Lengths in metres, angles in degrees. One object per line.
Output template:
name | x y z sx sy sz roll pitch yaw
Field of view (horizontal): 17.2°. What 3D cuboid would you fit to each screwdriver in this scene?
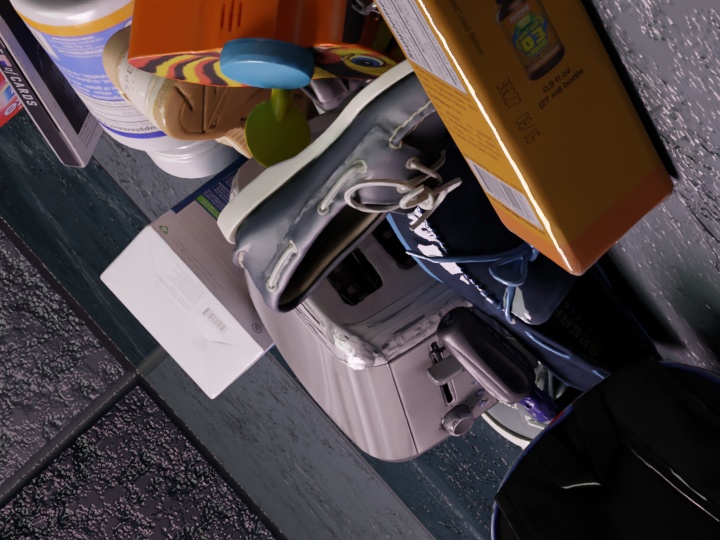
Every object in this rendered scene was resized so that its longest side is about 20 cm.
screwdriver | 0.112 0.088 1.278 0.200 0.028 0.029 44 175 -25

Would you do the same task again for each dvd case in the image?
dvd case | -0.190 -0.184 1.486 0.025 0.151 0.200 8 149 25

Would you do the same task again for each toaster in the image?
toaster | 0.000 0.000 1.334 0.200 0.113 0.129 54 168 28

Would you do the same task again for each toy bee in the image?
toy bee | -0.020 -0.112 1.187 0.108 0.132 0.200 18 -176 -41

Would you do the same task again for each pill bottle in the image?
pill bottle | -0.131 -0.144 1.463 0.112 0.112 0.200 39 170 35

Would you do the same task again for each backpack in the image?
backpack | 0.165 0.141 1.197 0.191 0.200 0.154 50 -178 4

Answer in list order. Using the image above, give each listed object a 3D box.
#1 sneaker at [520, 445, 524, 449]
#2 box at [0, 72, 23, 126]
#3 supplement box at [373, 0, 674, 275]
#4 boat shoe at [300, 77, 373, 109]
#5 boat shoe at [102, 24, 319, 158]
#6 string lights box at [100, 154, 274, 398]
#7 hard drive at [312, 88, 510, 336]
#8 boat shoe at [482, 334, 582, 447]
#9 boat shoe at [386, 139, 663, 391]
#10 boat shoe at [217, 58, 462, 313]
sneaker | 0.136 0.120 1.483 0.116 0.074 0.200 50 158 -2
box | -0.255 -0.169 1.616 0.100 0.200 0.096 45 170 10
supplement box | 0.065 -0.094 1.045 0.069 0.066 0.200 39 165 49
boat shoe | -0.056 -0.150 1.305 0.200 0.060 0.074 39 167 37
boat shoe | -0.081 -0.112 1.370 0.069 0.074 0.200 35 -171 20
string lights box | -0.064 -0.013 1.481 0.103 0.200 0.059 48 124 0
hard drive | 0.047 -0.020 1.439 0.132 0.027 0.200 39 165 38
boat shoe | 0.128 0.070 1.351 0.200 0.073 0.062 29 150 46
boat shoe | 0.095 -0.006 1.237 0.200 0.084 0.069 36 169 -32
boat shoe | 0.008 -0.049 1.149 0.075 0.200 0.062 -8 -115 -56
